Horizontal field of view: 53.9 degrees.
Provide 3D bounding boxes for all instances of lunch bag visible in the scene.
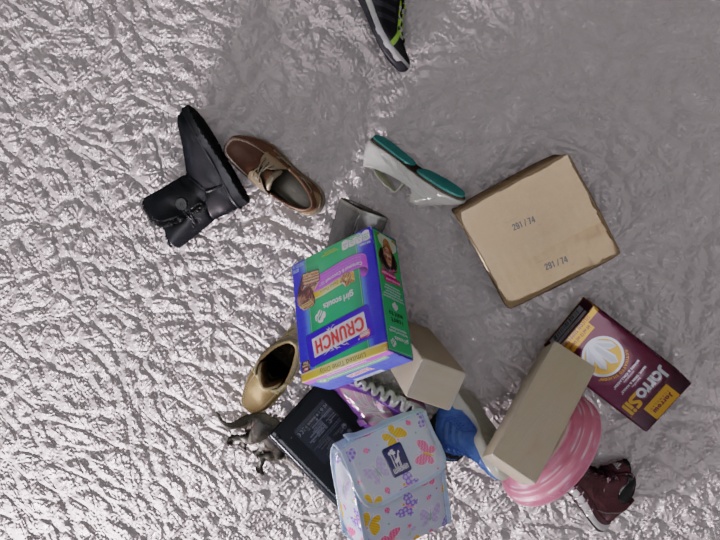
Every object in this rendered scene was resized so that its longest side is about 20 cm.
[{"bbox_3d":[0.047,0.339,1.145,0.169,0.127,0.202,-16,108,-25],"label":"lunch bag"}]

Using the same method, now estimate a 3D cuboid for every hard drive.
[{"bbox_3d":[-0.043,0.308,1.236,0.200,0.033,0.140,46,66,-1],"label":"hard drive"}]

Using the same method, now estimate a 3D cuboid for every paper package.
[{"bbox_3d":[0.278,-0.063,1.140,0.199,0.103,0.192,-29,94,10],"label":"paper package"}]

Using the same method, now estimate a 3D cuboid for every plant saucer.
[{"bbox_3d":[0.291,0.276,1.135,0.051,0.201,0.201,39,102,-15],"label":"plant saucer"}]

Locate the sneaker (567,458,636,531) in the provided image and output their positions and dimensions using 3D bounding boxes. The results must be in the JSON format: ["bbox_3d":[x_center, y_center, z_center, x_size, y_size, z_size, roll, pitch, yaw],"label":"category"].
[{"bbox_3d":[0.393,0.337,1.206,0.115,0.076,0.200,-37,103,6],"label":"sneaker"}]

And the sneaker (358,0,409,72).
[{"bbox_3d":[0.046,-0.422,1.134,0.082,0.072,0.201,-25,94,9],"label":"sneaker"}]

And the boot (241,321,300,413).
[{"bbox_3d":[-0.153,0.181,1.203,0.073,0.155,0.200,40,101,0],"label":"boot"}]

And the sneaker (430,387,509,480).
[{"bbox_3d":[0.172,0.294,1.169,0.076,0.200,0.112,26,109,-32],"label":"sneaker"}]

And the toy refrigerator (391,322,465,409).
[{"bbox_3d":[0.092,0.145,1.132,0.075,0.200,0.070,21,99,-16],"label":"toy refrigerator"}]

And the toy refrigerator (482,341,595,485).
[{"bbox_3d":[0.269,0.215,1.072,0.076,0.070,0.201,32,71,5],"label":"toy refrigerator"}]

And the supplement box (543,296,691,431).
[{"bbox_3d":[0.416,0.152,1.161,0.200,0.086,0.111,38,101,1],"label":"supplement box"}]

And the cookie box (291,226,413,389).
[{"bbox_3d":[-0.016,0.061,1.088,0.170,0.075,0.201,-25,60,31],"label":"cookie box"}]

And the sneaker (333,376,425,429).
[{"bbox_3d":[0.009,0.229,1.222,0.199,0.080,0.089,25,94,1],"label":"sneaker"}]

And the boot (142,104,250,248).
[{"bbox_3d":[-0.307,-0.157,1.214,0.167,0.076,0.201,-28,100,6],"label":"boot"}]

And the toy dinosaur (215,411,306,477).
[{"bbox_3d":[-0.171,0.294,1.260,0.102,0.077,0.200,-42,104,6],"label":"toy dinosaur"}]

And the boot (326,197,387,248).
[{"bbox_3d":[0.000,0.000,1.193,0.181,0.072,0.201,30,96,20],"label":"boot"}]

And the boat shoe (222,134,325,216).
[{"bbox_3d":[-0.147,-0.164,1.195,0.199,0.072,0.076,32,101,2],"label":"boat shoe"}]

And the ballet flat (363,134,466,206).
[{"bbox_3d":[0.084,-0.148,1.162,0.200,0.069,0.070,37,102,20],"label":"ballet flat"}]
